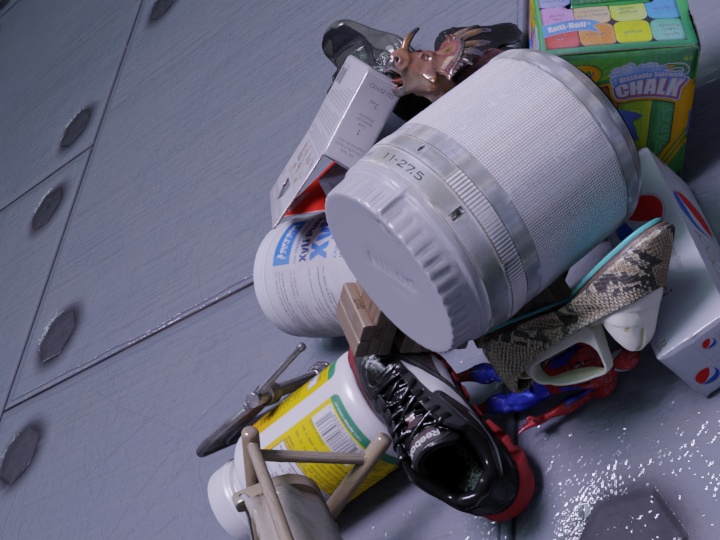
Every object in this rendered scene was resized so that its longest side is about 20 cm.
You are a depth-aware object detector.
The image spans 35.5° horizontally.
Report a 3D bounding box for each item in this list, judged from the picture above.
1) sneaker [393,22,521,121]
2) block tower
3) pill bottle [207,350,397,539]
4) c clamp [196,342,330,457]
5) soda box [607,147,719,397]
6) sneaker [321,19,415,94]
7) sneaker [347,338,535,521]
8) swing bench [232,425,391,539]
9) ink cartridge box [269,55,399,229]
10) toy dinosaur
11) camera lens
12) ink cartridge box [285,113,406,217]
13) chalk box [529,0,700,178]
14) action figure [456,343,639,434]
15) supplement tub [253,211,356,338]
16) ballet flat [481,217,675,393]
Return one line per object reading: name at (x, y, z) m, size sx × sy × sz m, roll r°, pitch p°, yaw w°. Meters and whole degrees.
sneaker at (0.099, -0.213, 1.183) m, size 0.199 × 0.060 × 0.104 m, roll -18°, pitch 39°, yaw -21°
block tower at (0.085, 0.030, 0.937) m, size 0.058 × 0.199 × 0.054 m, roll -115°, pitch 30°, yaw -42°
pill bottle at (-0.045, 0.170, 1.043) m, size 0.200 × 0.113 × 0.113 m, roll -39°, pitch 35°, yaw 22°
c clamp at (-0.080, 0.127, 1.102) m, size 0.171 × 0.200 × 0.027 m, roll -42°, pitch 79°, yaw 12°
soda box at (0.245, -0.004, 0.876) m, size 0.064 × 0.068 × 0.200 m, roll -39°, pitch 35°, yaw 24°
sneaker at (-0.014, -0.251, 1.422) m, size 0.114 × 0.076 × 0.199 m, roll -50°, pitch 38°, yaw -5°
sneaker at (0.054, 0.119, 0.905) m, size 0.071 × 0.098 × 0.200 m, roll -48°, pitch 67°, yaw 14°
swing bench at (-0.033, 0.260, 0.869) m, size 0.199 × 0.129 × 0.201 m, roll -121°, pitch 43°, yaw -55°
ink cartridge box at (-0.029, -0.126, 1.133) m, size 0.177 × 0.045 × 0.200 m, roll -59°, pitch 12°, yaw 10°
toy dinosaur at (0.115, -0.177, 1.065) m, size 0.086 × 0.136 × 0.200 m, roll -9°, pitch 14°, yaw 34°
camera lens at (0.094, -0.055, 0.835) m, size 0.200 × 0.160 × 0.160 m, roll -38°, pitch 29°, yaw -17°
ink cartridge box at (0.015, -0.133, 1.220) m, size 0.173 × 0.044 × 0.200 m, roll -4°, pitch 32°, yaw 39°
chalk box at (0.205, -0.175, 0.936) m, size 0.124 × 0.200 × 0.124 m, roll -4°, pitch 48°, yaw 5°
action figure at (0.142, 0.092, 0.925) m, size 0.200 × 0.066 × 0.052 m, roll -22°, pitch 2°, yaw 39°
supplement tub at (0.000, 0.000, 1.125) m, size 0.200 × 0.132 × 0.132 m, roll -8°, pitch 54°, yaw 47°
ballet flat at (0.170, 0.038, 0.827) m, size 0.200 × 0.068 × 0.075 m, roll -40°, pitch 74°, yaw 45°
